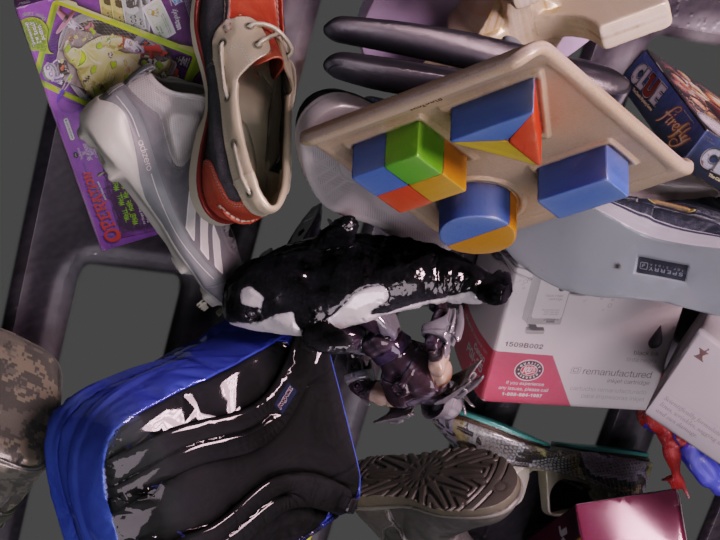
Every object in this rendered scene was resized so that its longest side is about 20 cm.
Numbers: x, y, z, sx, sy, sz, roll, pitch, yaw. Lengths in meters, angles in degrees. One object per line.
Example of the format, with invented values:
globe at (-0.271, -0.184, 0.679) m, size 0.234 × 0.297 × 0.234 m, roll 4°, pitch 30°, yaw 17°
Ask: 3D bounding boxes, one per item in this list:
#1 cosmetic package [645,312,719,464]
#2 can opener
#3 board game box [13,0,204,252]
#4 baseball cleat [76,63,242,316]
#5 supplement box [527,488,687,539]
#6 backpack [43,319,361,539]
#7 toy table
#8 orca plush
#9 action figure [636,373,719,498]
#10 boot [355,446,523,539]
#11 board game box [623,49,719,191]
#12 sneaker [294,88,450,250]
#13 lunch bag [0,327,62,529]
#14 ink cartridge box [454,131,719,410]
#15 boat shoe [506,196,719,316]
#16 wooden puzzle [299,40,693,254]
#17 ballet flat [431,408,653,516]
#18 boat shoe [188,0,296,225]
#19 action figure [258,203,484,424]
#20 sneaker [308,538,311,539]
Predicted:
cosmetic package at (0.291, 0.081, 1.527) m, size 0.113 × 0.200 × 0.081 m, roll 35°, pitch 110°, yaw 8°
can opener at (0.071, -0.131, 1.310) m, size 0.200 × 0.063 × 0.079 m, roll 11°, pitch 143°, yaw -11°
board game box at (-0.154, -0.117, 1.418) m, size 0.120 × 0.032 × 0.200 m, roll -18°, pitch 123°, yaw -6°
baseball cleat at (-0.108, -0.055, 1.410) m, size 0.106 × 0.070 × 0.200 m, roll -36°, pitch 125°, yaw 2°
supplement box at (0.196, 0.248, 1.611) m, size 0.086 × 0.110 × 0.200 m, roll -6°, pitch 164°, yaw -10°
backpack at (-0.124, 0.137, 1.439) m, size 0.200 × 0.168 × 0.163 m, roll -28°, pitch 109°, yaw -35°
toy table at (0.106, -0.166, 1.400) m, size 0.200 × 0.117 × 0.184 m, roll -30°, pitch 123°, yaw 4°
orca plush at (0.000, 0.000, 1.376) m, size 0.200 × 0.105 × 0.071 m, roll 6°, pitch 134°, yaw 20°
action figure at (0.270, 0.146, 1.654) m, size 0.052 × 0.065 × 0.200 m, roll -27°, pitch 116°, yaw 37°
boot at (0.089, 0.233, 1.626) m, size 0.073 × 0.182 × 0.200 m, roll -47°, pitch 122°, yaw -34°
board game box at (0.292, -0.076, 1.487) m, size 0.200 × 0.136 × 0.035 m, roll 28°, pitch 111°, yaw -27°
sneaker at (-0.004, -0.089, 1.414) m, size 0.073 × 0.112 × 0.200 m, roll -39°, pitch 142°, yaw 8°
lunch bag at (-0.330, 0.119, 1.459) m, size 0.200 × 0.139 × 0.168 m, roll 24°, pitch 130°, yaw -23°
ink cartridge box at (0.167, -0.002, 1.532) m, size 0.146 × 0.083 × 0.200 m, roll 4°, pitch 119°, yaw -15°
boat shoe at (0.199, -0.022, 1.443) m, size 0.200 × 0.091 × 0.071 m, roll 16°, pitch 116°, yaw 9°
wooden puzzle at (0.089, -0.066, 1.305) m, size 0.185 × 0.046 × 0.200 m, roll -19°, pitch 149°, yaw 34°
ballet flat at (0.143, 0.159, 1.625) m, size 0.200 × 0.072 × 0.072 m, roll 15°, pitch 116°, yaw -22°
boat shoe at (-0.073, -0.129, 1.352) m, size 0.071 × 0.063 × 0.200 m, roll 13°, pitch 75°, yaw -37°
action figure at (0.012, 0.047, 1.516) m, size 0.200 × 0.069 × 0.130 m, roll 41°, pitch 128°, yaw -19°
sneaker at (-0.072, 0.156, 1.574) m, size 0.085 × 0.074 × 0.200 m, roll 2°, pitch 120°, yaw -14°
